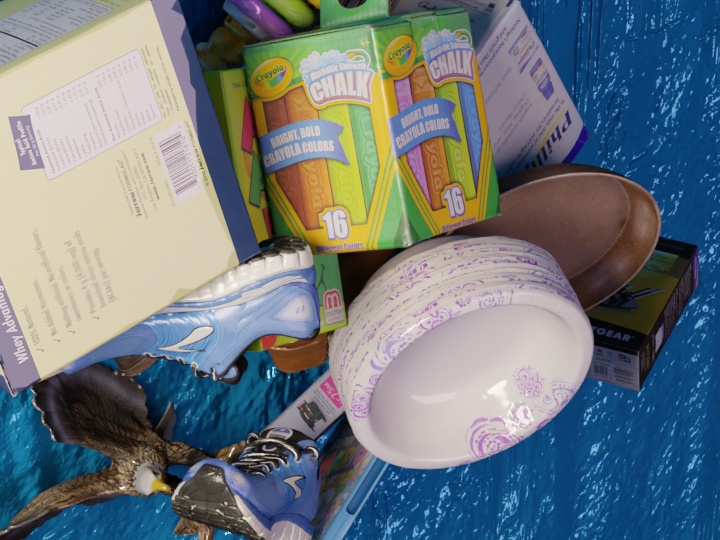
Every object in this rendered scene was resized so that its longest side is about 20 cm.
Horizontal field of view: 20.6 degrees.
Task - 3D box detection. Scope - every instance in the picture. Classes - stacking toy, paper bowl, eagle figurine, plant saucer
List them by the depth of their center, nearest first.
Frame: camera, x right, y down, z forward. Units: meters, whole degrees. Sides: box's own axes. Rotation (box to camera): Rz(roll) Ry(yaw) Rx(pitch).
[{"bbox_3d":[-0.064,-0.212,1.485,0.200,0.116,0.110,-51,142,3],"label":"stacking toy"},{"bbox_3d":[0.073,0.053,1.539,0.200,0.105,0.201,-13,137,-12],"label":"paper bowl"},{"bbox_3d":[-0.193,0.152,1.546,0.199,0.151,0.153,13,59,-25],"label":"eagle figurine"},{"bbox_3d":[0.143,-0.023,1.598,0.199,0.035,0.201,-11,143,-8],"label":"plant saucer"}]

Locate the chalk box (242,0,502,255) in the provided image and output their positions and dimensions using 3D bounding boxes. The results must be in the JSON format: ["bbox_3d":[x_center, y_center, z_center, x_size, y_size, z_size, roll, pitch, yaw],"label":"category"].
[{"bbox_3d":[0.005,-0.121,1.419,0.124,0.124,0.201,-19,100,-51],"label":"chalk box"}]

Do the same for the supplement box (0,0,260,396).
[{"bbox_3d":[-0.205,-0.064,1.297,0.199,0.134,0.201,-31,119,-25],"label":"supplement box"}]

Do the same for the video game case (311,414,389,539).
[{"bbox_3d":[-0.011,0.166,1.684,0.018,0.143,0.200,37,72,-13],"label":"video game case"}]

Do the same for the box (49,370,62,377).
[{"bbox_3d":[-0.172,-0.013,1.444,0.199,0.041,0.120,-24,112,-21],"label":"box"}]

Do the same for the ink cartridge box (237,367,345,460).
[{"bbox_3d":[-0.036,0.120,1.692,0.200,0.042,0.119,-47,174,30],"label":"ink cartridge box"}]

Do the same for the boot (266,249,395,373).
[{"bbox_3d":[0.000,0.000,1.587,0.199,0.077,0.156,-28,141,-11],"label":"boot"}]

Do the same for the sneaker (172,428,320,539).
[{"bbox_3d":[-0.082,0.159,1.516,0.200,0.078,0.090,36,70,-71],"label":"sneaker"}]

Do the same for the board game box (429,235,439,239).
[{"bbox_3d":[0.038,0.007,1.802,0.135,0.028,0.201,-29,133,-38],"label":"board game box"}]

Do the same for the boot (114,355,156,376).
[{"bbox_3d":[-0.158,-0.022,1.518,0.097,0.075,0.201,30,91,-31],"label":"boot"}]

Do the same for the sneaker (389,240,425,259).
[{"bbox_3d":[-0.009,-0.063,1.633,0.082,0.074,0.200,-39,141,9],"label":"sneaker"}]

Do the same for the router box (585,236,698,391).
[{"bbox_3d":[0.193,0.021,1.831,0.157,0.199,0.052,-54,148,-41],"label":"router box"}]

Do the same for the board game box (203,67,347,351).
[{"bbox_3d":[-0.071,-0.048,1.451,0.101,0.047,0.201,-14,98,-51],"label":"board game box"}]

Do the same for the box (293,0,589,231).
[{"bbox_3d":[0.061,-0.149,1.597,0.105,0.183,0.200,-55,145,-13],"label":"box"}]

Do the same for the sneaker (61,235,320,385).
[{"bbox_3d":[-0.120,0.045,1.376,0.079,0.199,0.090,-55,128,-73],"label":"sneaker"}]
